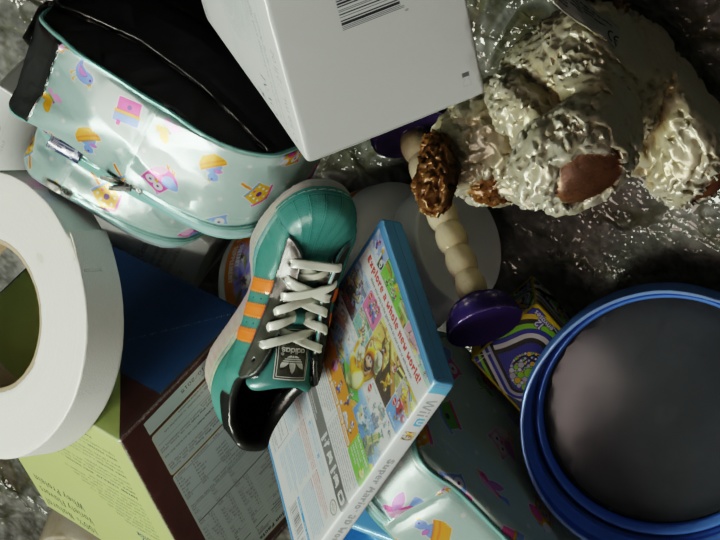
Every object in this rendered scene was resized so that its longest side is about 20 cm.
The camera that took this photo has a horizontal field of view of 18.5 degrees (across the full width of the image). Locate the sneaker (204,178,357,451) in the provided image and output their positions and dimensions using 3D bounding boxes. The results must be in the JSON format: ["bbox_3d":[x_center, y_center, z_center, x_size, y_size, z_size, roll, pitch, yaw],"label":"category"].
[{"bbox_3d":[-0.045,0.035,1.473,0.071,0.080,0.201,6,127,-24],"label":"sneaker"}]

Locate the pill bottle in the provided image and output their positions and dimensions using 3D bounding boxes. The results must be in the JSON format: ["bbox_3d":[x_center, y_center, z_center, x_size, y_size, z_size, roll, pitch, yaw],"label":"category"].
[{"bbox_3d":[0.000,0.000,1.577,0.199,0.112,0.112,-16,117,44],"label":"pill bottle"}]

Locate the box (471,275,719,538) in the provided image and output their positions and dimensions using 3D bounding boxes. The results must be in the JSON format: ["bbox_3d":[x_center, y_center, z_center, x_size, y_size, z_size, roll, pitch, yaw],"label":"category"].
[{"bbox_3d":[0.166,0.103,1.567,0.064,0.070,0.200,-41,101,13],"label":"box"}]

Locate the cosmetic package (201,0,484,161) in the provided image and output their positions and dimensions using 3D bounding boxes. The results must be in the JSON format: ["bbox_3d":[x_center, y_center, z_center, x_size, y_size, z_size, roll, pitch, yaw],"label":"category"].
[{"bbox_3d":[-0.034,-0.210,1.319,0.200,0.122,0.200,-123,15,-52],"label":"cosmetic package"}]

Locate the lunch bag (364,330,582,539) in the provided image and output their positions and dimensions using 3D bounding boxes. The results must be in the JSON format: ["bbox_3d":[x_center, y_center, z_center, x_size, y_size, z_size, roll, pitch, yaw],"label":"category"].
[{"bbox_3d":[0.084,0.148,1.547,0.077,0.161,0.200,-32,117,28],"label":"lunch bag"}]

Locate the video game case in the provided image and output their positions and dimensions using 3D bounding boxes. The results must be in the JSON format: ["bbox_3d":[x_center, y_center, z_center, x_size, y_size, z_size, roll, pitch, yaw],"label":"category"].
[{"bbox_3d":[-0.007,0.085,1.476,0.018,0.144,0.200,10,133,-27],"label":"video game case"}]

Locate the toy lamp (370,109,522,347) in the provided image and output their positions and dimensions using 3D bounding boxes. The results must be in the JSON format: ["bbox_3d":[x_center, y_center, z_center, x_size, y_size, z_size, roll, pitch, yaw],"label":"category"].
[{"bbox_3d":[0.050,-0.047,1.459,0.058,0.058,0.201,-56,45,51],"label":"toy lamp"}]

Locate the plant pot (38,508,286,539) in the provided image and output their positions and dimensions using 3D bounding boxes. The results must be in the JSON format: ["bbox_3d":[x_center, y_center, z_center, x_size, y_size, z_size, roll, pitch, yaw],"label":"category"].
[{"bbox_3d":[-0.180,0.207,1.867,0.199,0.174,0.201,21,137,21],"label":"plant pot"}]

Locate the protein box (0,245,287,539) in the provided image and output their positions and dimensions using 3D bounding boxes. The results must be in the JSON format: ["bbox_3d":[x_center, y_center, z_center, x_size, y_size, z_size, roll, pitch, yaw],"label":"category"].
[{"bbox_3d":[-0.164,0.107,1.651,0.198,0.135,0.200,25,150,38],"label":"protein box"}]

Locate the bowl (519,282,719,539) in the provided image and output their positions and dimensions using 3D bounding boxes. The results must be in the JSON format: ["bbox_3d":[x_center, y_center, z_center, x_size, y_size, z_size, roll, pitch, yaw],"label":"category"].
[{"bbox_3d":[0.208,0.101,1.503,0.199,0.039,0.202,2,110,5],"label":"bowl"}]

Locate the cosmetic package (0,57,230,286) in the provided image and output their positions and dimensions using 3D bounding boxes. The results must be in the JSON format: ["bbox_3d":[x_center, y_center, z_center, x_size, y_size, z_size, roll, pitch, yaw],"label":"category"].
[{"bbox_3d":[-0.185,-0.075,1.669,0.200,0.081,0.113,35,143,2],"label":"cosmetic package"}]

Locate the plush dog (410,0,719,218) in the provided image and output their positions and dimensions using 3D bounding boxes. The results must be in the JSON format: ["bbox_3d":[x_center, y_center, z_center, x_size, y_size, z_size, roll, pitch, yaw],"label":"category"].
[{"bbox_3d":[0.114,-0.094,1.378,0.171,0.199,0.161,-29,75,37],"label":"plush dog"}]

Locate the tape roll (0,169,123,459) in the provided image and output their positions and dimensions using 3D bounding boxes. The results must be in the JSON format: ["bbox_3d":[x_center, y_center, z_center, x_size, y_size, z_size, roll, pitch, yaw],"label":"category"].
[{"bbox_3d":[-0.242,0.029,1.537,0.202,0.037,0.204,3,94,42],"label":"tape roll"}]

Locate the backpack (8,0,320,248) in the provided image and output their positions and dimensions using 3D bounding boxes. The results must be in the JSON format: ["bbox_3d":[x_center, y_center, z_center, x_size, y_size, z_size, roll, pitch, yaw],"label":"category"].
[{"bbox_3d":[-0.119,-0.106,1.502,0.199,0.176,0.154,26,122,11],"label":"backpack"}]

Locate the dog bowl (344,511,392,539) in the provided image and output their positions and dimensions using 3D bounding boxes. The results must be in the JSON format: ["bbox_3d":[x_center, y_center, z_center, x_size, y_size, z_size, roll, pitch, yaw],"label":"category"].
[{"bbox_3d":[0.017,0.198,1.805,0.111,0.050,0.201,17,137,23],"label":"dog bowl"}]
